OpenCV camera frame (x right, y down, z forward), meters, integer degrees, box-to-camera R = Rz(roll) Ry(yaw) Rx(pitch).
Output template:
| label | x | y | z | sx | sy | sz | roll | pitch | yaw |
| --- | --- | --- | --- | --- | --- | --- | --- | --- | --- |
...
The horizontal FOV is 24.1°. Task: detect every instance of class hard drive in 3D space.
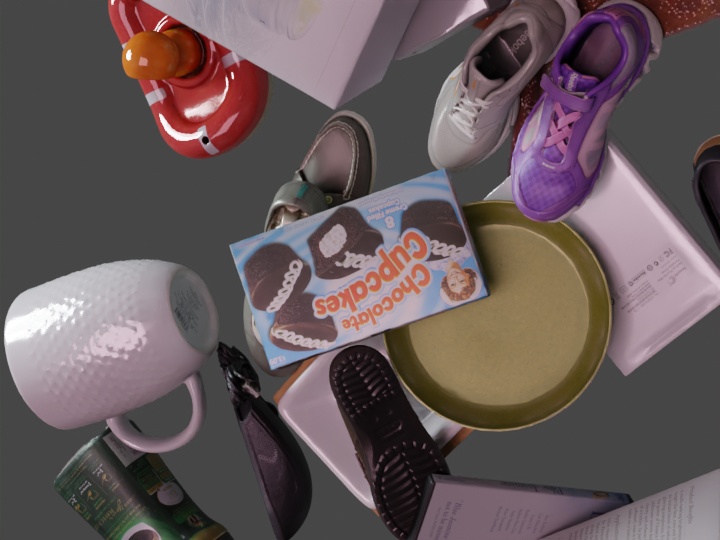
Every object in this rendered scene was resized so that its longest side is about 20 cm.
| label | x | y | z | sx | sy | sz | roll | pitch | yaw |
| --- | --- | --- | --- | --- | --- | --- | --- | --- | --- |
| hard drive | 0.215 | -0.024 | 1.466 | 0.132 | 0.026 | 0.200 | -42 | 84 | 30 |

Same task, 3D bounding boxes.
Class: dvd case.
| label | x | y | z | sx | sy | sz | roll | pitch | yaw |
| --- | --- | --- | --- | --- | --- | --- | --- | --- | --- |
| dvd case | 0.136 | 0.255 | 1.526 | 0.200 | 0.018 | 0.143 | 8 | 115 | -18 |

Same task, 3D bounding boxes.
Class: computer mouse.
| label | x | y | z | sx | sy | sz | roll | pitch | yaw |
| --- | --- | --- | --- | --- | --- | --- | --- | --- | --- |
| computer mouse | -0.085 | 0.167 | 1.641 | 0.053 | 0.139 | 0.200 | -18 | 104 | -6 |

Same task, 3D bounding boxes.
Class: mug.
| label | x | y | z | sx | sy | sz | roll | pitch | yaw |
| --- | --- | --- | --- | --- | --- | --- | --- | --- | --- |
| mug | -0.224 | 0.087 | 1.660 | 0.175 | 0.148 | 0.200 | -19 | 101 | 24 |

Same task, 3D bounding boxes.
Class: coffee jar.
| label | x | y | z | sx | sy | sz | roll | pitch | yaw |
| --- | --- | --- | --- | --- | --- | --- | --- | --- | --- |
| coffee jar | -0.215 | 0.258 | 1.738 | 0.200 | 0.085 | 0.104 | 48 | 118 | 8 |

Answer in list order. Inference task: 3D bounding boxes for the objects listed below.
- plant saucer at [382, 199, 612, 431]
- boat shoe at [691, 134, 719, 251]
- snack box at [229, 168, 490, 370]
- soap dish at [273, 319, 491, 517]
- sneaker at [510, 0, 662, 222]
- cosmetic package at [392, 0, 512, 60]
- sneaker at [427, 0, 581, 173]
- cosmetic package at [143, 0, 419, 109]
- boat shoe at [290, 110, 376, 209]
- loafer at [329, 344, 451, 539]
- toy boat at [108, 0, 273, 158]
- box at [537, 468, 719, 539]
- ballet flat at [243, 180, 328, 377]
| label | x | y | z | sx | sy | sz | roll | pitch | yaw |
| --- | --- | --- | --- | --- | --- | --- | --- | --- | --- |
| plant saucer | 0.118 | 0.039 | 1.468 | 0.200 | 0.031 | 0.200 | 0 | 88 | 9 |
| boat shoe | 0.331 | -0.017 | 1.389 | 0.075 | 0.062 | 0.200 | -26 | 93 | 29 |
| snack box | 0.000 | 0.000 | 1.455 | 0.200 | 0.037 | 0.116 | -20 | 85 | 8 |
| soap dish | 0.033 | 0.110 | 1.569 | 0.157 | 0.081 | 0.200 | 46 | 120 | 8 |
| sneaker | 0.176 | -0.135 | 1.392 | 0.080 | 0.088 | 0.200 | 28 | 99 | 16 |
| cosmetic package | 0.037 | -0.294 | 1.450 | 0.101 | 0.071 | 0.200 | -26 | 92 | 29 |
| sneaker | 0.104 | -0.158 | 1.441 | 0.076 | 0.092 | 0.200 | 39 | 125 | 11 |
| cosmetic package | -0.045 | -0.273 | 1.377 | 0.200 | 0.123 | 0.199 | 29 | 116 | 8 |
| boat shoe | -0.041 | -0.052 | 1.570 | 0.072 | 0.060 | 0.202 | 28 | 116 | 17 |
| loafer | 0.028 | 0.149 | 1.506 | 0.073 | 0.071 | 0.200 | -21 | 106 | -4 |
| toy boat | -0.170 | -0.198 | 1.551 | 0.130 | 0.131 | 0.200 | -23 | 94 | 31 |
| box | 0.267 | 0.284 | 1.455 | 0.200 | 0.106 | 0.152 | -27 | 118 | 30 |
| ballet flat | -0.073 | 0.016 | 1.536 | 0.067 | 0.064 | 0.200 | 13 | 113 | 5 |
